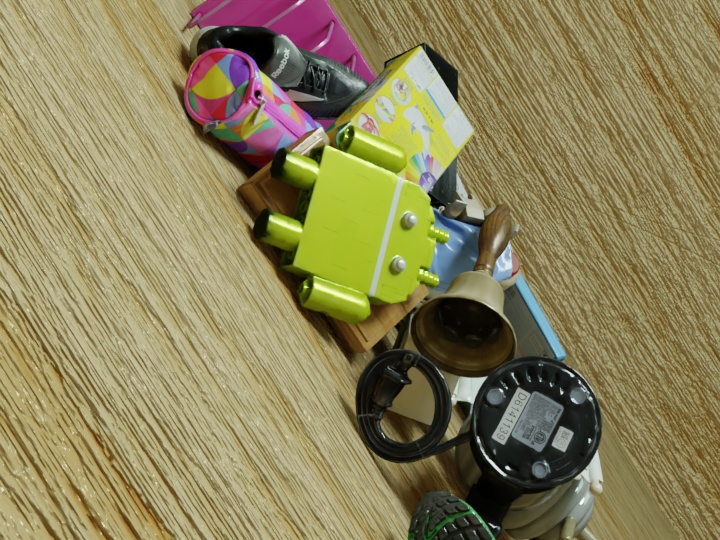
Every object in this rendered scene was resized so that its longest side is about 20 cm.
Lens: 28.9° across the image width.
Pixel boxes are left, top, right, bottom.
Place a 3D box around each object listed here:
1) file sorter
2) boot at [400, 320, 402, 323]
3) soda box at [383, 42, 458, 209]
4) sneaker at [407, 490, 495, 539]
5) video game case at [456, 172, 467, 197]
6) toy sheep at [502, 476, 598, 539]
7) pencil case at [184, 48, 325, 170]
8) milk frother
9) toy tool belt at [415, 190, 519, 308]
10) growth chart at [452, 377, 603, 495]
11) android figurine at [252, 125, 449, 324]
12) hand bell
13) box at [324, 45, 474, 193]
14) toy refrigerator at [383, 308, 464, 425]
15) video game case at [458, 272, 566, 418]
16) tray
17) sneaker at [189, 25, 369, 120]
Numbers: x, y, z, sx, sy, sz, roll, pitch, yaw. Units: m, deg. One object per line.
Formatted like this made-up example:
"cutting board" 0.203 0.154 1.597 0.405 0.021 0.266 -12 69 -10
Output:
"file sorter" -0.084 -0.235 1.560 0.201 0.138 0.126 56 12 -15
"boot" 0.075 0.024 1.682 0.201 0.096 0.075 57 11 -9
"soda box" 0.067 -0.153 1.579 0.071 0.063 0.202 33 49 -41
"sneaker" 0.094 0.275 1.162 0.085 0.077 0.201 -93 159 -83
"video game case" 0.065 -0.082 1.611 0.200 0.018 0.144 -35 102 -55
"toy sheep" 0.195 0.243 1.547 0.200 0.137 0.138 51 12 -13
"pencil case" -0.100 -0.148 1.391 0.089 0.088 0.200 63 11 23
"milk frother" 0.103 0.148 1.311 0.200 0.180 0.188 46 -13 11
"toy tool belt" 0.108 -0.019 1.486 0.198 0.123 0.126 4 68 -28
"growth chart" 0.175 0.162 1.494 0.199 0.018 0.145 30 21 3
"android figurine" -0.003 -0.041 1.338 0.199 0.184 0.041 23 -15 -25
"hand bell" 0.124 0.000 1.387 0.104 0.104 0.201 53 37 -26
"box" 0.038 -0.135 1.447 0.118 0.048 0.200 56 40 -15
"toy refrigerator" 0.066 0.089 1.469 0.069 0.077 0.200 20 14 -1
"video game case" 0.162 0.096 1.709 0.018 0.200 0.144 -12 63 -35
"tray" -0.023 -0.029 1.370 0.201 0.099 0.037 56 -30 -13
"sneaker" -0.078 -0.205 1.444 0.198 0.067 0.090 18 -4 -13
